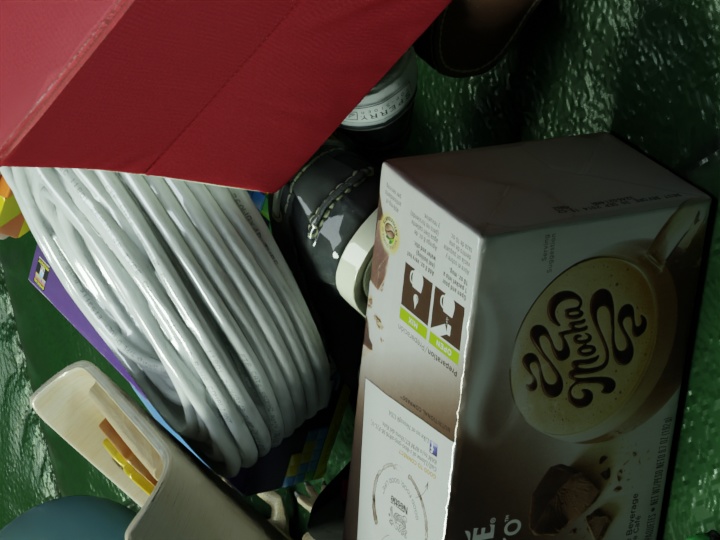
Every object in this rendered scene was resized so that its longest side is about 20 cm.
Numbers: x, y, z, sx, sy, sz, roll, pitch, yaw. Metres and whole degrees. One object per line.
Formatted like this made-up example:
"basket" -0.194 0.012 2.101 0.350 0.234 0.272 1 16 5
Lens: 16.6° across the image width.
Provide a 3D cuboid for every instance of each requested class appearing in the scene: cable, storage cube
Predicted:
"cable" -0.088 -0.006 1.084 0.200 0.069 0.200 51 166 23
"storage cube" -0.071 -0.153 0.932 0.180 0.171 0.200 -46 63 26

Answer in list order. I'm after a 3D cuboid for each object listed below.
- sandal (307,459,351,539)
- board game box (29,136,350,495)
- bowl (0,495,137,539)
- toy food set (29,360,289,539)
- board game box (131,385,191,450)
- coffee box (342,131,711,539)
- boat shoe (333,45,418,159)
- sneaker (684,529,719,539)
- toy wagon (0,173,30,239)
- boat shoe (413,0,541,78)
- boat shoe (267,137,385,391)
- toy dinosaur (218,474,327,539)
"sandal" 0.022 0.102 1.130 0.200 0.075 0.045 118 170 -56
"board game box" -0.076 -0.014 1.231 0.200 0.057 0.166 41 125 36
"bowl" -0.130 0.230 1.350 0.105 0.200 0.202 7 105 40
"toy food set" -0.076 0.124 1.102 0.144 0.060 0.200 45 176 -24
"board game box" -0.085 0.003 1.331 0.200 0.039 0.158 50 131 30
"coffee box" 0.064 0.054 1.006 0.080 0.113 0.201 39 130 50
"boat shoe" -0.034 -0.129 1.065 0.071 0.072 0.200 85 164 -60
"sneaker" 0.107 0.179 0.992 0.078 0.085 0.200 60 145 31
"toy wagon" -0.160 -0.098 1.329 0.040 0.155 0.200 41 139 11
"boat shoe" 0.068 -0.148 0.984 0.072 0.076 0.200 58 145 32
"boat shoe" 0.000 0.000 1.088 0.068 0.072 0.200 34 166 17
"toy dinosaur" -0.035 0.164 1.294 0.200 0.058 0.101 52 156 43
